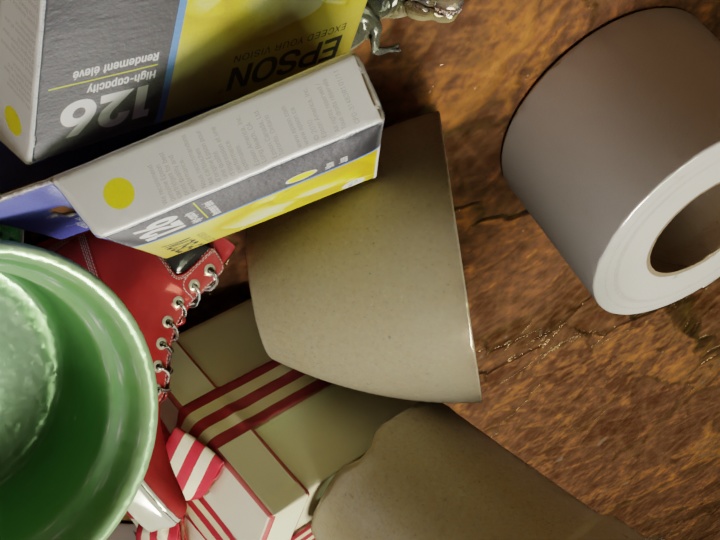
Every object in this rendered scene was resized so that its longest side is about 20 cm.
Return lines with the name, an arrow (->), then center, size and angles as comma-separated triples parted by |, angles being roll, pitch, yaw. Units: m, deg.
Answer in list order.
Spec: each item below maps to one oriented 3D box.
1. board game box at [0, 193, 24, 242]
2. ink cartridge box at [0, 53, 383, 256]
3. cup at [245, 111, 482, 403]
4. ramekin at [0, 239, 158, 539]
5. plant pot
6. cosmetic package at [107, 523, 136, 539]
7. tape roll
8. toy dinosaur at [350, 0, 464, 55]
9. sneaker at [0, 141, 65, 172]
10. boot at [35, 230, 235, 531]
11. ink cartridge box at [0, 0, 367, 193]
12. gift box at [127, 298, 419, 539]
board game box -> -0.286, 0.056, 0.674 | 0.199, 0.026, 0.202 | -1, 100, -35
ink cartridge box -> -0.086, -0.044, 0.657 | 0.199, 0.047, 0.198 | -24, 179, -1
cup -> 0.000, 0.000, 0.839 | 0.142, 0.201, 0.201 | -8, 147, 5
ramekin -> -0.218, 0.073, 0.644 | 0.199, 0.098, 0.201 | -10, 108, -32
plant pot -> 0.072, 0.196, 0.829 | 0.200, 0.183, 0.201 | -39, 156, -21
cosmetic package -> -0.264, 0.330, 1.104 | 0.200, 0.102, 0.071 | -46, 146, 18
tape roll -> 0.230, -0.082, 0.948 | 0.202, 0.139, 0.203 | -22, 146, -16
toy dinosaur -> -0.033, -0.127, 0.753 | 0.199, 0.048, 0.088 | -22, 143, -9
sneaker -> -0.178, -0.124, 0.598 | 0.099, 0.078, 0.200 | -38, 149, 1
boot -> -0.126, 0.054, 0.781 | 0.144, 0.201, 0.072 | -27, -179, -11
ink cartridge box -> -0.080, -0.121, 0.593 | 0.197, 0.047, 0.201 | -25, 151, -34
gift box -> -0.092, 0.133, 0.924 | 0.186, 0.200, 0.185 | -28, 147, -38
